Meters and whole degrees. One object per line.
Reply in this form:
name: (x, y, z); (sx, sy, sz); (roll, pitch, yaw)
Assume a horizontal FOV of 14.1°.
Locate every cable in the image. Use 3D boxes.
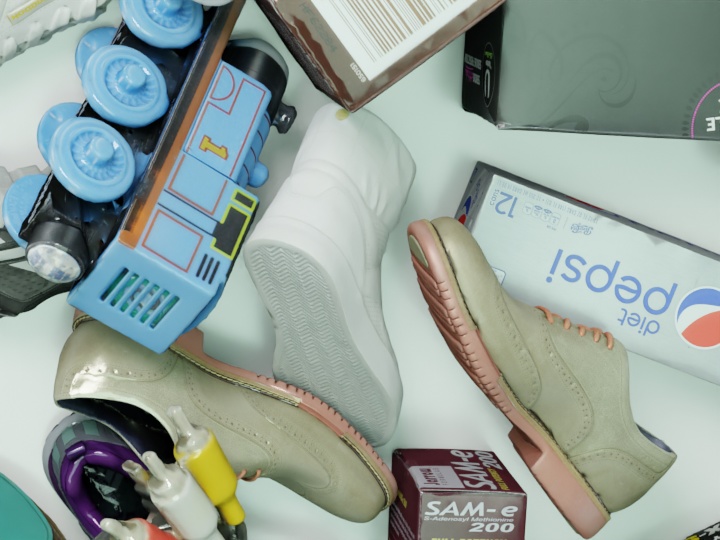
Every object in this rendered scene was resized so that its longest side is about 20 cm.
cable: (-0.065, 0.155, 1.482); (0.200, 0.050, 0.097); (43, 73, -36)

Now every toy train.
toy train: (-0.100, -0.061, 1.456); (0.114, 0.087, 0.201); (31, 51, -13)

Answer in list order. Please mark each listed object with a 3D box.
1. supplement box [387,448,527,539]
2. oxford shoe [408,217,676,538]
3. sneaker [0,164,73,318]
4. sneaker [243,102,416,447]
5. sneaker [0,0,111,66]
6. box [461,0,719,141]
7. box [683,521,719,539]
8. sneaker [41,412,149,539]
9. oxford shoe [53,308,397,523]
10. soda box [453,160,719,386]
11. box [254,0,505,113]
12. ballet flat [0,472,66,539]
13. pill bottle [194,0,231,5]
supplement box: (0.046, 0.203, 1.538); (0.061, 0.109, 0.201); (1, 98, -7)
oxford shoe: (0.091, 0.042, 1.482); (0.074, 0.071, 0.200); (-34, 119, 0)
sneaker: (-0.203, -0.015, 1.491); (0.199, 0.067, 0.091); (4, 119, -24)
sneaker: (0.000, 0.000, 1.503); (0.073, 0.200, 0.116); (14, 59, 17)
sneaker: (-0.172, -0.145, 1.484); (0.081, 0.077, 0.200); (36, 93, -4)
box: (0.136, -0.171, 1.488); (0.148, 0.124, 0.201); (3, 98, -6)
box: (0.198, 0.247, 1.591); (0.159, 0.049, 0.201); (-23, 99, -1)
sneaker: (-0.097, 0.163, 1.528); (0.074, 0.088, 0.200); (-42, 99, 1)
oxford shoe: (-0.073, 0.089, 1.514); (0.199, 0.071, 0.074); (30, 58, -13)
soda box: (0.145, 0.008, 1.542); (0.199, 0.068, 0.064); (21, 96, -8)
box: (0.006, -0.140, 1.442); (0.100, 0.200, 0.075); (-36, 97, -1)
ballet flat: (-0.166, 0.172, 1.523); (0.200, 0.073, 0.068); (33, 56, 20)
pill bottle: (-0.030, -0.228, 1.412); (0.114, 0.114, 0.200); (48, 69, -10)
